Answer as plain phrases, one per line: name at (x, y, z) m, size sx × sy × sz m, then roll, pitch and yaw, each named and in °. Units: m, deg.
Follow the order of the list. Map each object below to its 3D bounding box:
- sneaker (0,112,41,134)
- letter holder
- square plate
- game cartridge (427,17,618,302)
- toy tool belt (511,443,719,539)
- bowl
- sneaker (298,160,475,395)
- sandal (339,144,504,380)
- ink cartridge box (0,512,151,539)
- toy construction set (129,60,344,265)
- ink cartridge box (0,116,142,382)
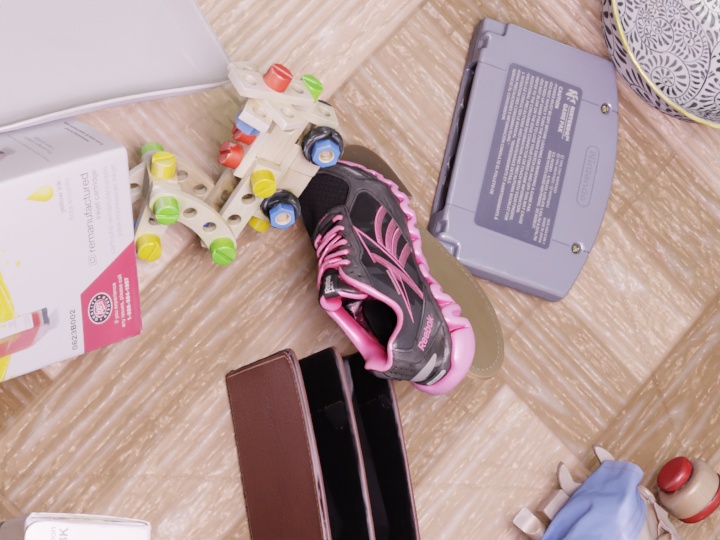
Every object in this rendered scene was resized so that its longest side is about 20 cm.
sneaker at (-0.289, -0.042, 1.501) m, size 0.199 × 0.076 × 0.116 m, roll -12°, pitch 95°, yaw -18°
letter holder at (-0.013, 0.154, 1.523) m, size 0.100 × 0.142 × 0.201 m, roll -6°, pitch 82°, yaw -22°
square plate at (-0.213, -0.174, 1.528) m, size 0.199 × 0.028 × 0.198 m, roll -14°, pitch 53°, yaw -23°
game cartridge at (0.131, -0.083, 1.683) m, size 0.133 × 0.042 × 0.201 m, roll 20°, pitch 73°, yaw -21°
toy tool belt at (0.179, 0.193, 1.604) m, size 0.123 × 0.125 × 0.200 m, roll 45°, pitch 67°, yaw -17°
bowl at (0.259, -0.194, 1.718) m, size 0.200 × 0.094 × 0.201 m, roll 7°, pitch 74°, yaw -25°
sneaker at (0.000, 0.000, 1.527) m, size 0.095 × 0.079 × 0.200 m, roll 0°, pitch 49°, yaw -47°
sandal at (0.029, 0.009, 1.615) m, size 0.077 × 0.070 × 0.212 m, roll -11°, pitch 62°, yaw -45°
ink cartridge box at (-0.202, 0.237, 1.402) m, size 0.083 × 0.200 × 0.147 m, roll 6°, pitch 78°, yaw -21°
toy construction set at (-0.089, -0.082, 1.521) m, size 0.131 × 0.200 × 0.092 m, roll 19°, pitch 48°, yaw -28°
ink cartridge box at (-0.254, -0.004, 1.444) m, size 0.200 × 0.083 × 0.146 m, roll -19°, pitch 121°, yaw -31°
